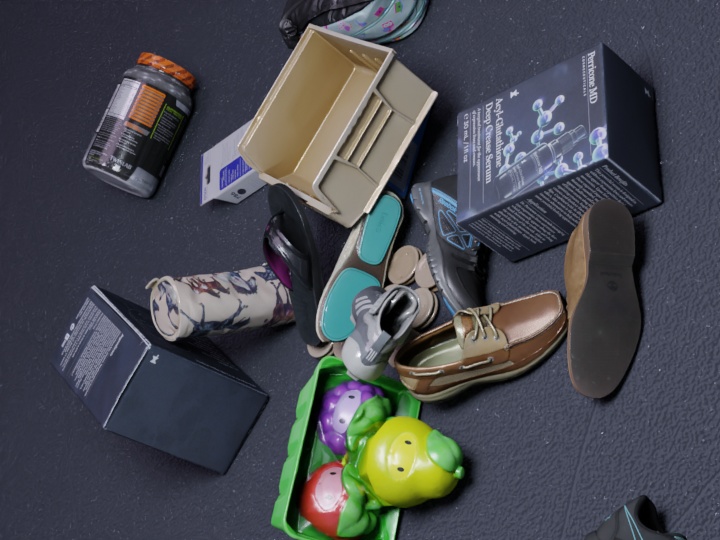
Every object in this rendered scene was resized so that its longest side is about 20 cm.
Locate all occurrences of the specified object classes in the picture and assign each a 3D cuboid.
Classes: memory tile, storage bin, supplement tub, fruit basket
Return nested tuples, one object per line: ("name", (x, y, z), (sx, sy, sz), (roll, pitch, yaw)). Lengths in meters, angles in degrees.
("memory tile", (0.022, 0.041, 1.652), (0.199, 0.017, 0.155), (4, 70, 49))
("storage bin", (-0.034, -0.178, 1.681), (0.199, 0.093, 0.200), (29, 87, 53))
("supplement tub", (-0.338, -0.226, 2.129), (0.122, 0.122, 0.202), (15, 77, 50))
("fruit basket", (0.008, 0.204, 1.477), (0.216, 0.154, 0.217), (-48, 30, 40))

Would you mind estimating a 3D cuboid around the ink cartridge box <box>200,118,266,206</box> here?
("ink cartridge box", (-0.148, -0.166, 1.951), (0.199, 0.039, 0.100), (-29, 48, 32))

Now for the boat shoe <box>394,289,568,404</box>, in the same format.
("boat shoe", (0.125, 0.077, 1.453), (0.199, 0.074, 0.076), (-29, 47, 17))

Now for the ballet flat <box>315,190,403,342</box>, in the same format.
("ballet flat", (0.000, 0.000, 1.654), (0.202, 0.067, 0.062), (-65, 11, -11))

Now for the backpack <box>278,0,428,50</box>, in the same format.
("backpack", (-0.005, -0.375, 1.855), (0.199, 0.126, 0.169), (-5, 75, 45))

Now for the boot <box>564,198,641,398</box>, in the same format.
("boot", (0.238, 0.035, 1.395), (0.075, 0.073, 0.203), (139, 141, -68))

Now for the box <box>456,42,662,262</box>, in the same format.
("box", (0.209, -0.122, 1.474), (0.199, 0.107, 0.150), (-23, 51, 36))

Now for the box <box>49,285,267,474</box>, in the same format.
("box", (-0.258, 0.138, 1.752), (0.196, 0.199, 0.125), (32, 93, 52))

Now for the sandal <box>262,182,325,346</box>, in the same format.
("sandal", (-0.082, -0.005, 1.659), (0.075, 0.048, 0.203), (-10, 95, 57))

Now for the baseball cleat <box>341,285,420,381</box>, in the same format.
("baseball cleat", (0.033, 0.051, 1.520), (0.107, 0.069, 0.200), (-50, 12, 22))

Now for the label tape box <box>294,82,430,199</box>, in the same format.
("label tape box", (-0.010, -0.161, 1.775), (0.199, 0.066, 0.145), (-5, 62, 49))

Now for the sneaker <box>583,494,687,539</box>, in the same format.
("sneaker", (0.266, 0.275, 1.190), (0.079, 0.075, 0.200), (-49, 40, 9))

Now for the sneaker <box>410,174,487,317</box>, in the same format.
("sneaker", (0.115, -0.026, 1.546), (0.081, 0.073, 0.202), (-19, 61, 9))

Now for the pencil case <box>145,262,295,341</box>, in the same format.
("pencil case", (-0.165, 0.034, 1.720), (0.090, 0.198, 0.078), (61, 143, 31))
